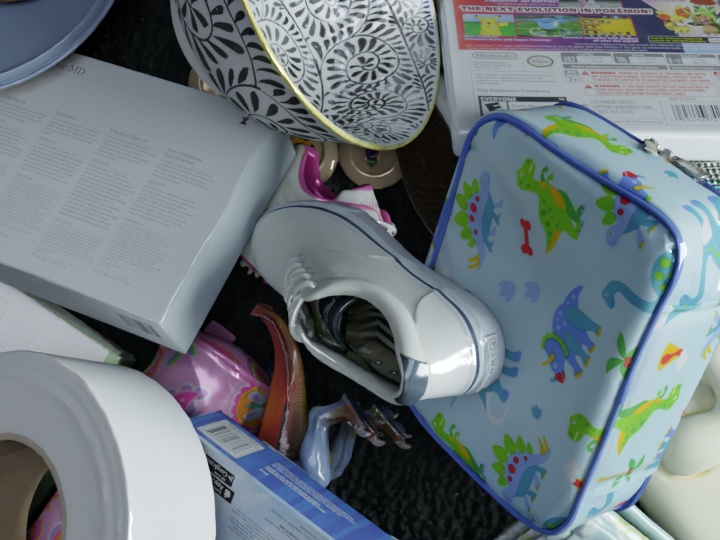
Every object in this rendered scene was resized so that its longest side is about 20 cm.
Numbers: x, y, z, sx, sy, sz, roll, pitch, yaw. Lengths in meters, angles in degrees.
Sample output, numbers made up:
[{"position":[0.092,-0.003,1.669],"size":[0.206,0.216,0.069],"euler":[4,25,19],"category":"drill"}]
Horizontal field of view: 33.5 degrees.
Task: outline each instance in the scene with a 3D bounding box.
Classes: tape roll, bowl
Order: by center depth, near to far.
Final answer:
[{"position":[-0.180,0.149,0.681],"size":[0.202,0.071,0.203],"euler":[-8,76,32],"category":"tape roll"},{"position":[-0.046,-0.153,0.690],"size":[0.094,0.201,0.201],"euler":[-16,85,34],"category":"bowl"}]

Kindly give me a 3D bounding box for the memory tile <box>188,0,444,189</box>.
[{"position":[-0.018,-0.130,0.807],"size":[0.200,0.017,0.154],"euler":[-3,87,2],"category":"memory tile"}]

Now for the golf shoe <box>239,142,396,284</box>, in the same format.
[{"position":[0.000,0.000,0.766],"size":[0.200,0.075,0.092],"euler":[40,97,3],"category":"golf shoe"}]

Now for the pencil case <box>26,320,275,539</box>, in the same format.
[{"position":[-0.136,0.127,0.768],"size":[0.087,0.087,0.200],"euler":[35,89,4],"category":"pencil case"}]

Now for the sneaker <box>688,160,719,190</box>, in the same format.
[{"position":[0.178,-0.068,0.762],"size":[0.200,0.078,0.091],"euler":[13,114,4],"category":"sneaker"}]

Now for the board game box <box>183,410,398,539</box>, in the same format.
[{"position":[-0.052,0.217,0.689],"size":[0.200,0.043,0.199],"euler":[32,112,28],"category":"board game box"}]

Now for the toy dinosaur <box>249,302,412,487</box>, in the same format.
[{"position":[-0.050,0.152,0.756],"size":[0.181,0.105,0.200],"euler":[-43,80,10],"category":"toy dinosaur"}]

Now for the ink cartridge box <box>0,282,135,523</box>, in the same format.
[{"position":[-0.273,0.063,0.794],"size":[0.200,0.048,0.146],"euler":[33,89,6],"category":"ink cartridge box"}]

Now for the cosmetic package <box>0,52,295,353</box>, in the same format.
[{"position":[-0.163,-0.052,0.745],"size":[0.200,0.052,0.151],"euler":[19,70,21],"category":"cosmetic package"}]

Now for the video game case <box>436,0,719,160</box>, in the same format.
[{"position":[0.149,-0.132,0.733],"size":[0.200,0.023,0.182],"euler":[1,45,-2],"category":"video game case"}]

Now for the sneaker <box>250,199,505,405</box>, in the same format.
[{"position":[-0.011,0.011,0.655],"size":[0.071,0.200,0.073],"euler":[-8,114,-38],"category":"sneaker"}]

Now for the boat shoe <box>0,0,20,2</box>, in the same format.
[{"position":[-0.239,-0.209,0.740],"size":[0.200,0.068,0.072],"euler":[-15,67,2],"category":"boat shoe"}]

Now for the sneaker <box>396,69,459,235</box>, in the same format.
[{"position":[0.091,-0.044,0.774],"size":[0.085,0.073,0.200],"euler":[-29,93,-32],"category":"sneaker"}]

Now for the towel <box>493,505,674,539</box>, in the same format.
[{"position":[0.148,0.230,0.721],"size":[0.200,0.048,0.171],"euler":[41,124,-4],"category":"towel"}]

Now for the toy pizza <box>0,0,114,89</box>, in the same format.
[{"position":[-0.246,-0.199,0.792],"size":[0.200,0.032,0.201],"euler":[-3,68,8],"category":"toy pizza"}]

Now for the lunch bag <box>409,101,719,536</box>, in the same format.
[{"position":[0.103,0.020,0.631],"size":[0.161,0.082,0.200],"euler":[40,126,38],"category":"lunch bag"}]

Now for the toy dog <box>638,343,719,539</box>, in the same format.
[{"position":[0.196,0.112,0.738],"size":[0.200,0.140,0.194],"euler":[26,116,4],"category":"toy dog"}]
